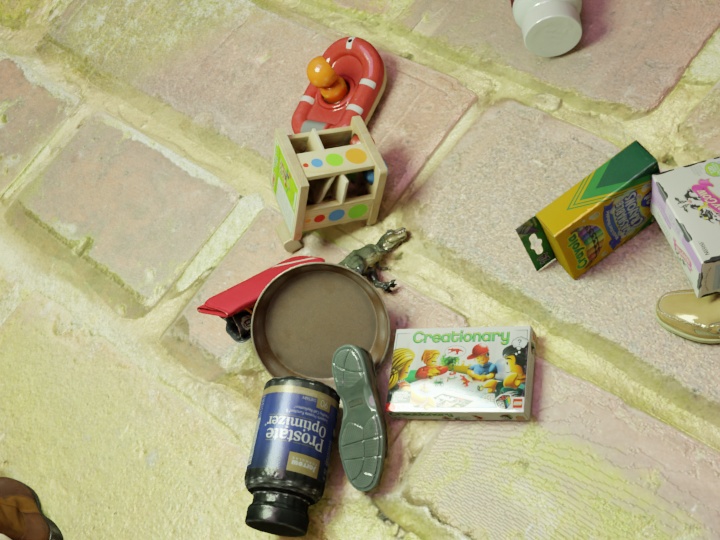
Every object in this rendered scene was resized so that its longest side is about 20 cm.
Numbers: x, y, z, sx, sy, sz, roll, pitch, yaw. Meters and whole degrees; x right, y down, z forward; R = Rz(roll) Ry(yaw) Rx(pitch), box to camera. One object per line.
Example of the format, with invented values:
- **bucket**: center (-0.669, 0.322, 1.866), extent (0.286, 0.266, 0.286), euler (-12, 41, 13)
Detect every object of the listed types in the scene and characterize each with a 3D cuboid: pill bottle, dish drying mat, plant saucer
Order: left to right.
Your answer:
- **dish drying mat**: center (-0.146, 0.021, 1.529), extent (0.077, 0.018, 0.200), euler (7, 26, 45)
- **pill bottle**: center (-0.097, 0.257, 1.409), extent (0.111, 0.112, 0.201), euler (-2, 62, 24)
- **plant saucer**: center (-0.057, 0.082, 1.473), extent (0.200, 0.201, 0.034), euler (-31, 11, 6)
- **pill bottle**: center (0.292, -0.446, 1.629), extent (0.109, 0.110, 0.201), euler (-14, 57, 17)

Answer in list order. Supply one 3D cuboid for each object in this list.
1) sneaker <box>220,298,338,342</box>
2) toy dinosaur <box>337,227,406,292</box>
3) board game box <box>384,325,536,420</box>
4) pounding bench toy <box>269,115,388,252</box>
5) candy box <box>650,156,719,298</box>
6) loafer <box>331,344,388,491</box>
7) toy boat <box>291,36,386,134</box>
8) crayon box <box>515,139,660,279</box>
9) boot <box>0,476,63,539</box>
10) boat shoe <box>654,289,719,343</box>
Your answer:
- **sneaker**: center (-0.130, 0.070, 1.526), extent (0.199, 0.078, 0.112), euler (1, 23, 36)
- **toy dinosaur**: center (0.000, 0.000, 1.526), extent (0.200, 0.048, 0.088), euler (-24, 56, -28)
- **board game box**: center (0.138, 0.142, 1.412), extent (0.199, 0.035, 0.127), euler (-3, 61, 23)
- **pounding bench toy**: center (-0.050, -0.122, 1.604), extent (0.156, 0.200, 0.124), euler (-11, 55, -19)
- **candy box**: center (0.495, -0.070, 1.307), extent (0.199, 0.072, 0.168), euler (-15, 48, 0)
- **loafer**: center (0.009, 0.202, 1.417), extent (0.072, 0.063, 0.201), euler (-14, 78, 30)
- **toy boat**: center (-0.046, -0.306, 1.693), extent (0.130, 0.131, 0.200), euler (14, 69, 30)
- **crayon box**: center (0.319, -0.070, 1.393), extent (0.200, 0.126, 0.052), euler (-36, 54, 3)
- **boot**: center (-0.556, 0.343, 1.517), extent (0.068, 0.200, 0.188), euler (-46, 54, -5)
- **boat shoe**: center (0.467, 0.052, 1.284), extent (0.199, 0.076, 0.072), euler (8, 68, 29)
